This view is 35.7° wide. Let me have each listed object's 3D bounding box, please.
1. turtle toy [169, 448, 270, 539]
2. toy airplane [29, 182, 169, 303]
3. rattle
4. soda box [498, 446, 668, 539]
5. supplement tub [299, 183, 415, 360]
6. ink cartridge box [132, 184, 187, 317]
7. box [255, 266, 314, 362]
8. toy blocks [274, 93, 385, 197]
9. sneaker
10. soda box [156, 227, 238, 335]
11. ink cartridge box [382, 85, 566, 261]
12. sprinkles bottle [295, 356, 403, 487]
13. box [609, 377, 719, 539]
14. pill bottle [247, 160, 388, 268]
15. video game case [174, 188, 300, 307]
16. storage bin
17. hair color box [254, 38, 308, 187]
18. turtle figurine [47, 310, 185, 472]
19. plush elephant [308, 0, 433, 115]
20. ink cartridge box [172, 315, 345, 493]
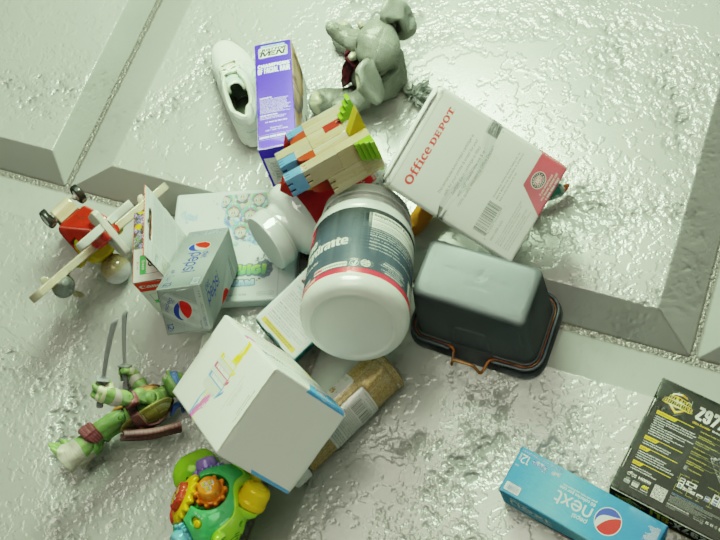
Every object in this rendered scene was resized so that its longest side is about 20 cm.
[{"bbox_3d":[-0.193,0.296,1.431,0.100,0.200,0.147,27,98,-15],"label":"turtle toy"},{"bbox_3d":[-0.375,-0.040,1.632,0.197,0.142,0.200,-21,29,17],"label":"toy airplane"},{"bbox_3d":[0.179,-0.086,1.570,0.197,0.130,0.145,21,80,-7],"label":"rattle"},{"bbox_3d":[0.271,0.297,1.367,0.198,0.068,0.065,28,74,23],"label":"soda box"},{"bbox_3d":[0.000,0.000,1.436,0.137,0.142,0.202,-4,43,11],"label":"supplement tub"},{"bbox_3d":[-0.279,-0.020,1.538,0.049,0.201,0.111,-9,63,10],"label":"ink cartridge box"},{"bbox_3d":[-0.048,0.030,1.562,0.200,0.049,0.082,-43,83,-9],"label":"box"},{"bbox_3d":[-0.051,-0.153,1.492,0.135,0.101,0.201,-28,28,2],"label":"toy blocks"},{"bbox_3d":[-0.190,-0.292,1.742,0.069,0.080,0.203,-24,61,2],"label":"sneaker"},{"bbox_3d":[-0.218,0.012,1.523,0.062,0.069,0.201,-8,22,8],"label":"soda box"},{"bbox_3d":[0.144,-0.127,1.463,0.198,0.085,0.147,31,97,-7],"label":"ink cartridge box"},{"bbox_3d":[-0.033,0.195,1.484,0.200,0.068,0.068,-43,64,-9],"label":"sprinkles bottle"},{"bbox_3d":[0.426,0.248,1.367,0.198,0.050,0.161,25,70,22],"label":"box"},{"bbox_3d":[-0.059,-0.097,1.586,0.199,0.113,0.112,-39,63,-17],"label":"pill bottle"},{"bbox_3d":[-0.185,-0.033,1.650,0.196,0.024,0.185,-4,64,11],"label":"video game case"},{"bbox_3d":[0.155,0.049,1.473,0.197,0.135,0.148,16,69,20],"label":"storage bin"},{"bbox_3d":[-0.115,-0.230,1.667,0.064,0.110,0.203,-11,57,6],"label":"hair color box"},{"bbox_3d":[-0.347,0.168,1.529,0.193,0.201,0.144,-41,29,-4],"label":"turtle figurine"},{"bbox_3d":[0.010,-0.320,1.664,0.197,0.155,0.167,18,70,20],"label":"plush elephant"},{"bbox_3d":[-0.137,0.162,1.425,0.126,0.128,0.200,-54,33,0],"label":"ink cartridge box"}]
